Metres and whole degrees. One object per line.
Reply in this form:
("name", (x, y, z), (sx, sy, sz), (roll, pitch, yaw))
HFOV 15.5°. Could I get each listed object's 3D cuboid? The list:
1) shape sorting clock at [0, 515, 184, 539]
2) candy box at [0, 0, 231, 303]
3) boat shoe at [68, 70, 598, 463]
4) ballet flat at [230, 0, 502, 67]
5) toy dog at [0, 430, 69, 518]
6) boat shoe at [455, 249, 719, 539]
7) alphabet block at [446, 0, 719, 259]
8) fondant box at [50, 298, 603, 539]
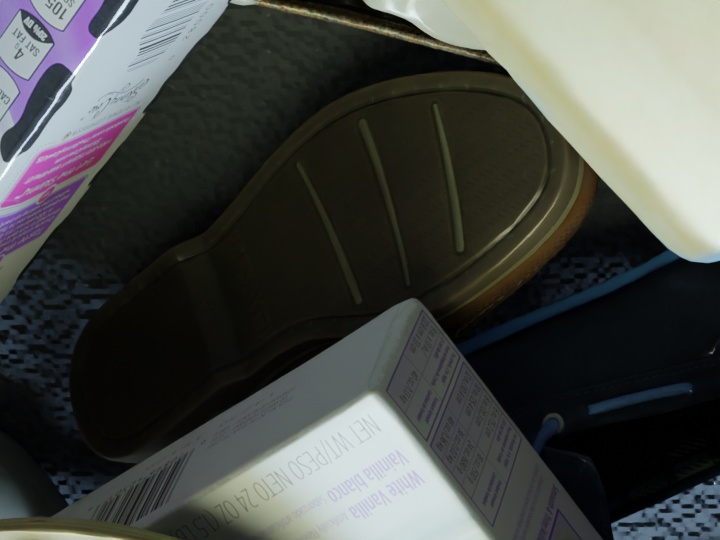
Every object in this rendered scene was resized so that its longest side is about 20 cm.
("shape sorting clock", (-0.072, 0.153, 0.710), (0.199, 0.039, 0.201), (6, 117, 11))
("candy box", (-0.139, -0.081, 0.714), (0.168, 0.071, 0.200), (46, 122, 9))
("boat shoe", (0.000, 0.000, 0.787), (0.199, 0.072, 0.068), (-27, 155, 37))
("ballet flat", (-0.006, -0.095, 0.724), (0.199, 0.067, 0.068), (12, 122, 0))
("toy dog", (-0.081, 0.142, 0.836), (0.199, 0.096, 0.133), (24, 117, 23))
("boat shoe", (0.056, 0.054, 0.766), (0.199, 0.069, 0.084), (-32, 147, 2))
("alphabet block", (0.090, -0.161, 0.580), (0.196, 0.196, 0.200), (-34, 113, 25))
("fondant box", (0.012, 0.128, 0.732), (0.144, 0.058, 0.200), (-32, 106, 24))
